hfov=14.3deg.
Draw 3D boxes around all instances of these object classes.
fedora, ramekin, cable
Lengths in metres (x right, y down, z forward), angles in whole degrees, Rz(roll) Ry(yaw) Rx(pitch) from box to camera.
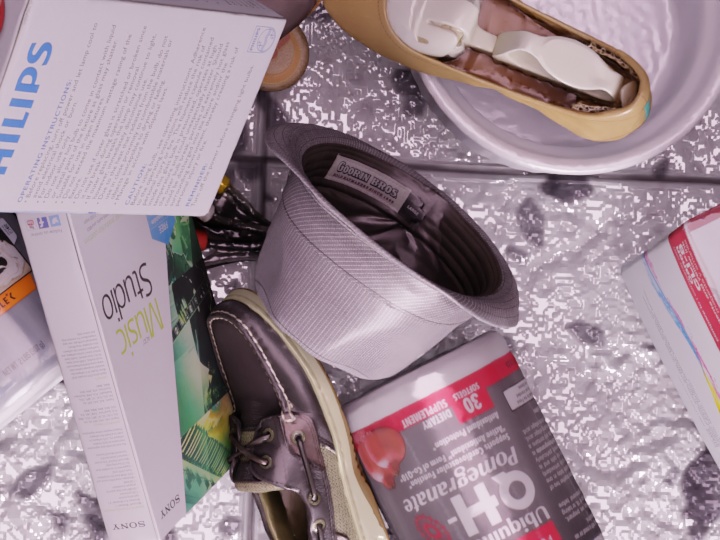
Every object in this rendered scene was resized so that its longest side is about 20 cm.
[{"bbox_3d":[0.000,0.000,1.618,0.177,0.200,0.090,37,106,-1],"label":"fedora"},{"bbox_3d":[0.118,-0.151,1.703,0.199,0.098,0.201,1,84,-6],"label":"ramekin"},{"bbox_3d":[-0.069,-0.020,1.695,0.199,0.050,0.098,21,87,-4],"label":"cable"}]

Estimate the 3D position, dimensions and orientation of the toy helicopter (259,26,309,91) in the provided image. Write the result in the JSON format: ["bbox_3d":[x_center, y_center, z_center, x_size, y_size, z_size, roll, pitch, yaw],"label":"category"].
[{"bbox_3d":[-0.036,-0.206,1.715,0.132,0.079,0.201,5,95,-15],"label":"toy helicopter"}]

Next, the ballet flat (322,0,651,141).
[{"bbox_3d":[0.075,-0.134,1.616,0.199,0.063,0.069,21,83,-3],"label":"ballet flat"}]

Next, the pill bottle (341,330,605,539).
[{"bbox_3d":[0.076,0.146,1.666,0.110,0.111,0.201,-27,88,-8],"label":"pill bottle"}]

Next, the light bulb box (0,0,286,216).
[{"bbox_3d":[-0.186,-0.125,1.500,0.198,0.200,0.125,32,108,32],"label":"light bulb box"}]

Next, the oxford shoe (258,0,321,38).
[{"bbox_3d":[-0.106,-0.116,1.627,0.199,0.073,0.071,-27,124,18],"label":"oxford shoe"}]

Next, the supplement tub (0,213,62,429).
[{"bbox_3d":[-0.243,-0.008,1.640,0.122,0.123,0.200,-40,90,-8],"label":"supplement tub"}]

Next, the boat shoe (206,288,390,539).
[{"bbox_3d":[-0.042,0.109,1.648,0.065,0.073,0.201,-30,99,-29],"label":"boat shoe"}]

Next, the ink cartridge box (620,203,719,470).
[{"bbox_3d":[0.256,0.019,1.653,0.145,0.200,0.145,-26,86,-8],"label":"ink cartridge box"}]

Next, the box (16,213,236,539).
[{"bbox_3d":[-0.123,0.035,1.615,0.036,0.144,0.201,-7,107,23],"label":"box"}]
